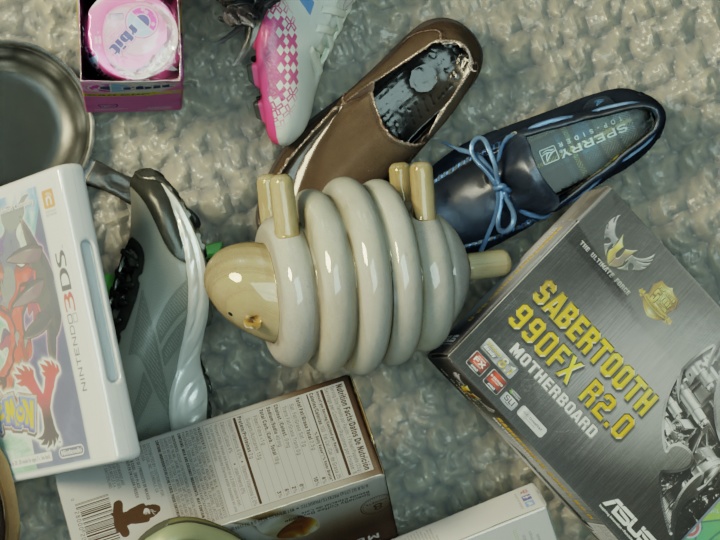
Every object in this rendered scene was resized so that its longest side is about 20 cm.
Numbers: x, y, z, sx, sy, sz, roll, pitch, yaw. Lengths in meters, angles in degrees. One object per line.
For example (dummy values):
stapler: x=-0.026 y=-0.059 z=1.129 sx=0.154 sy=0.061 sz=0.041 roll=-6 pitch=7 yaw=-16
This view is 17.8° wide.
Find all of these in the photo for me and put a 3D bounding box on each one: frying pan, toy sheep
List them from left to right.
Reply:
frying pan: x=-0.197 y=-0.090 z=1.516 sx=0.190 sy=0.031 sz=0.115 roll=6 pitch=83 yaw=-20
toy sheep: x=0.000 y=0.000 z=1.449 sx=0.200 sy=0.138 sz=0.138 roll=-6 pitch=92 yaw=-11

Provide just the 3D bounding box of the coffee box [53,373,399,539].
coffee box: x=-0.084 y=0.154 z=1.481 sx=0.200 sy=0.114 sz=0.080 roll=-17 pitch=59 yaw=-5

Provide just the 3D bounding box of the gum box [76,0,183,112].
gum box: x=-0.149 y=-0.209 z=1.467 sx=0.066 sy=0.114 sz=0.200 roll=-2 pitch=84 yaw=-5

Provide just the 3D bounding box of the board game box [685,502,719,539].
board game box: x=0.258 y=0.243 z=1.552 sx=0.102 sy=0.048 sz=0.200 roll=-7 pitch=92 yaw=-5

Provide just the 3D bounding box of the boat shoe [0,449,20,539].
boat shoe: x=-0.269 y=0.090 z=1.435 sx=0.070 sy=0.070 sz=0.200 roll=-7 pitch=76 yaw=-47

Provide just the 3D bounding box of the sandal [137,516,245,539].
sandal: x=-0.054 y=0.215 z=1.425 sx=0.201 sy=0.057 sz=0.080 roll=21 pitch=108 yaw=-27

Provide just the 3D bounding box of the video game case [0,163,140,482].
video game case: x=-0.221 y=0.041 z=1.442 sx=0.023 sy=0.200 sz=0.182 roll=-9 pitch=86 yaw=-42

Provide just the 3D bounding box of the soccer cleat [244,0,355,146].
soccer cleat: x=-0.032 y=-0.183 z=1.506 sx=0.086 sy=0.070 sz=0.200 roll=-2 pitch=90 yaw=4

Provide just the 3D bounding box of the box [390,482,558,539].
box: x=0.046 y=0.240 z=1.514 sx=0.200 sy=0.036 sz=0.144 roll=-21 pitch=117 yaw=-2

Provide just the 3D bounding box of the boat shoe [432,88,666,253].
boat shoe: x=0.109 y=-0.071 z=1.523 sx=0.200 sy=0.069 sz=0.084 roll=-34 pitch=93 yaw=-3

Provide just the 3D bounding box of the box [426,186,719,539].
box: x=0.167 y=0.071 z=1.487 sx=0.158 sy=0.048 sz=0.200 roll=-44 pitch=100 yaw=-13

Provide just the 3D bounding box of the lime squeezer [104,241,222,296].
lime squeezer: x=-0.196 y=-0.013 z=1.515 sx=0.200 sy=0.038 sz=0.071 roll=16 pitch=90 yaw=-4

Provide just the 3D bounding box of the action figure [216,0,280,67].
action figure: x=-0.063 y=-0.227 z=1.416 sx=0.102 sy=0.119 sz=0.200 roll=-11 pitch=124 yaw=-4

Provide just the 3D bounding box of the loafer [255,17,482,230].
loafer: x=0.004 y=-0.090 z=1.512 sx=0.073 sy=0.071 sz=0.200 roll=39 pitch=89 yaw=-4

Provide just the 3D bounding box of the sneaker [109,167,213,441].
sneaker: x=-0.140 y=0.033 z=1.479 sx=0.079 sy=0.074 sz=0.200 roll=-4 pitch=105 yaw=-20
